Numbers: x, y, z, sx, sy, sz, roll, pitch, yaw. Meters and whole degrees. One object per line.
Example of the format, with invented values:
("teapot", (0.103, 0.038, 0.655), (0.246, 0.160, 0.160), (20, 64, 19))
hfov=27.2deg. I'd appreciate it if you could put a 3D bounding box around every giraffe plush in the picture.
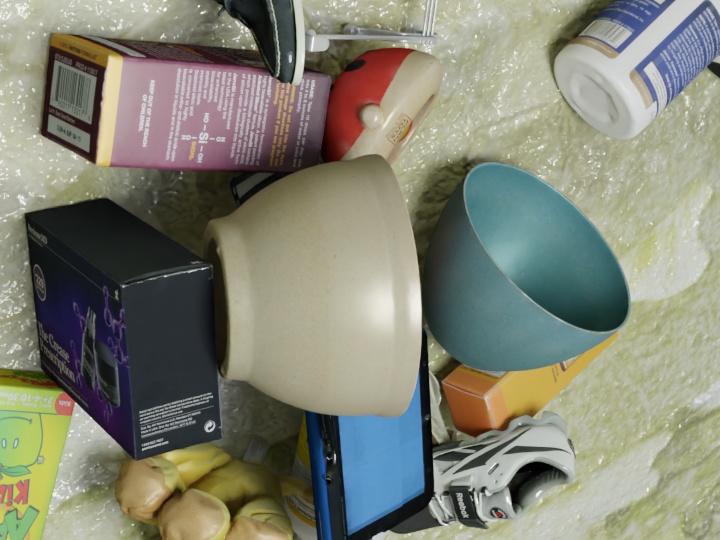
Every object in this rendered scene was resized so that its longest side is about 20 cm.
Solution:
("giraffe plush", (-0.145, 0.243, 1.309), (0.163, 0.172, 0.200), (-65, 165, 15))

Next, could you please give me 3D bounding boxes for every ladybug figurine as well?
("ladybug figurine", (0.011, -0.135, 1.266), (0.072, 0.200, 0.136), (35, 94, 2))

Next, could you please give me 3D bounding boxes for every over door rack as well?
("over door rack", (0.005, -0.265, 1.260), (0.200, 0.066, 0.149), (-14, 115, -54))

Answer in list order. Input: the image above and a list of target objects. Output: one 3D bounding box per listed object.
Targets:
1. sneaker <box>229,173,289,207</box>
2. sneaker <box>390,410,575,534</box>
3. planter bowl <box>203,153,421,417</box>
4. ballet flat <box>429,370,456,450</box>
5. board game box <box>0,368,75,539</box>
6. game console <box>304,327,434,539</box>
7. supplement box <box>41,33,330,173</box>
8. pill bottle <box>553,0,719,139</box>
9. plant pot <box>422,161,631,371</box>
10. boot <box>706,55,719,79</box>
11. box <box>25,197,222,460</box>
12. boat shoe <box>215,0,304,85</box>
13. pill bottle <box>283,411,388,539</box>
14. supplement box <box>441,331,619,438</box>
("sneaker", (-0.088, -0.010, 1.301), (0.070, 0.109, 0.200), (3, 134, -38))
("sneaker", (0.110, 0.206, 1.408), (0.199, 0.089, 0.074), (-28, 120, 8))
("planter bowl", (-0.046, 0.017, 1.124), (0.134, 0.200, 0.201), (-5, 110, -13))
("ballet flat", (0.068, 0.157, 1.467), (0.062, 0.067, 0.201), (-45, 130, -38))
("board game box", (-0.307, 0.181, 1.216), (0.101, 0.048, 0.201), (9, 101, -37))
("game console", (0.017, 0.175, 1.254), (0.118, 0.171, 0.201), (-8, 120, -5))
("supplement box", (-0.138, -0.132, 1.187), (0.199, 0.110, 0.086), (0, 107, -35))
("pill bottle", (0.293, -0.231, 1.459), (0.200, 0.111, 0.111), (-43, 126, -15))
("plant pot", (0.135, 0.018, 1.405), (0.199, 0.201, 0.135), (14, 133, -38))
("boot", (0.470, -0.237, 1.612), (0.200, 0.072, 0.145), (33, 84, -35))
("box", (-0.186, 0.039, 1.155), (0.079, 0.200, 0.142), (-10, 112, -30))
("boat shoe", (-0.092, -0.229, 1.162), (0.066, 0.075, 0.200), (-6, 69, -19))
("pill bottle", (-0.012, 0.188, 1.385), (0.104, 0.104, 0.201), (-2, 116, -35))
("supplement box", (0.173, 0.087, 1.497), (0.200, 0.069, 0.067), (-37, 124, -29))
